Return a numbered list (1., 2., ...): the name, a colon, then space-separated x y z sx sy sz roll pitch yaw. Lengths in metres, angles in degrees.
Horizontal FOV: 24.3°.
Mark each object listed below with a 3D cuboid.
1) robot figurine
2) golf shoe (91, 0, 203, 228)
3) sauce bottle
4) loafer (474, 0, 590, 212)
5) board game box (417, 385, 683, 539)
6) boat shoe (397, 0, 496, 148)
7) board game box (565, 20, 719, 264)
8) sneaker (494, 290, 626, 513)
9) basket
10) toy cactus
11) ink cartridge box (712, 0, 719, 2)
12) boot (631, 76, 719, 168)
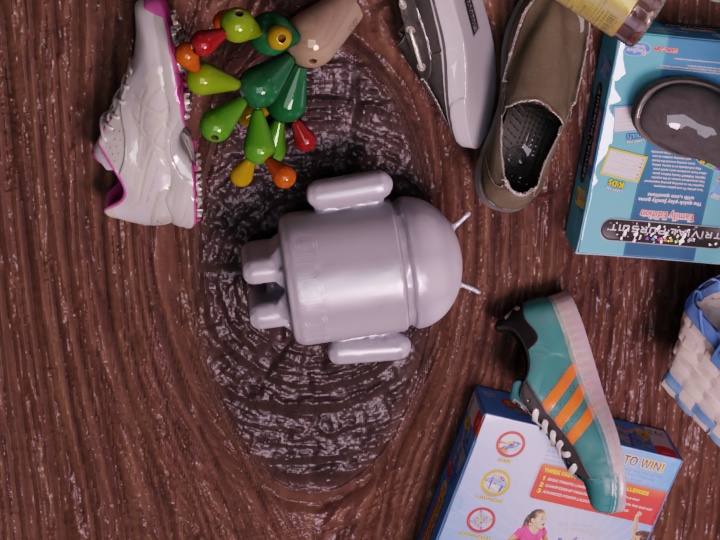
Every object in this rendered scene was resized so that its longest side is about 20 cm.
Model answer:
1. robot figurine: 0.000 0.000 1.415 0.199 0.113 0.170 -9 113 -2
2. golf shoe: -0.178 -0.125 1.364 0.091 0.075 0.201 -4 113 -1
3. sauce bottle: 0.150 -0.256 1.328 0.199 0.065 0.065 32 108 -4
4. loafer: 0.150 -0.143 1.373 0.075 0.070 0.201 11 94 -12
5. board game box: 0.171 0.225 1.566 0.199 0.056 0.197 15 111 -12
6. boat shoe: 0.066 -0.192 1.369 0.063 0.071 0.201 6 127 27
7. board game box: 0.268 -0.109 1.432 0.150 0.047 0.201 5 114 -9
8. sneaker: 0.175 0.123 1.477 0.079 0.071 0.201 -16 78 -3
9. basket: 0.359 0.048 1.438 0.176 0.139 0.200 -12 144 -45
10. toy cactus: -0.060 -0.159 1.335 0.165 0.102 0.200 -44 145 -15
11. ink cartridge box: 0.229 -0.257 1.298 0.199 0.161 0.050 14 97 -13
12. boot: 0.321 -0.083 1.314 0.181 0.200 0.073 14 111 -13
